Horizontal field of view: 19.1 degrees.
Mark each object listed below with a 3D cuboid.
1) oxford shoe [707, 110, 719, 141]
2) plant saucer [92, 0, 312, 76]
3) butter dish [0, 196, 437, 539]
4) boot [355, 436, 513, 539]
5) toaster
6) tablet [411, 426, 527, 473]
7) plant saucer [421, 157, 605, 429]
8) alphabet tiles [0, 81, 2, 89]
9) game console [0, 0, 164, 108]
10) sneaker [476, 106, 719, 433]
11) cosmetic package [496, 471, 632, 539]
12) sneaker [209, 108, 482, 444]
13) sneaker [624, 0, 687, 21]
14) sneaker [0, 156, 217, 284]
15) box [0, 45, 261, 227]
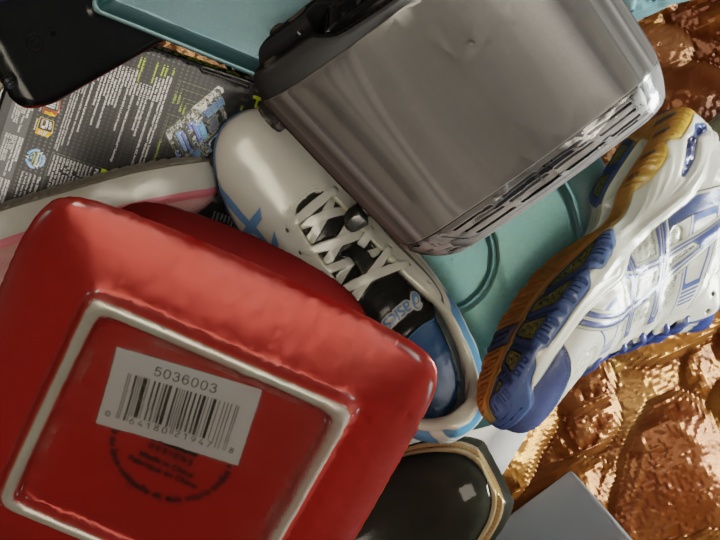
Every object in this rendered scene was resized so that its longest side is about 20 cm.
[{"bbox_3d":[0.218,-0.064,1.161,0.200,0.075,0.071,-37,98,1],"label":"oxford shoe"},{"bbox_3d":[-0.031,-0.126,1.078,0.199,0.019,0.070,22,107,-4],"label":"plant saucer"},{"bbox_3d":[-0.081,0.049,1.031,0.199,0.148,0.200,24,120,-8],"label":"butter dish"},{"bbox_3d":[-0.029,0.156,1.094,0.200,0.138,0.078,-35,78,33],"label":"boot"},{"bbox_3d":[0.055,-0.102,1.015,0.200,0.114,0.129,-36,105,9],"label":"toaster"},{"bbox_3d":[0.041,0.056,1.194,0.130,0.014,0.201,31,94,-8],"label":"tablet"},{"bbox_3d":[0.039,-0.009,1.123,0.199,0.027,0.201,0,99,2],"label":"plant saucer"},{"bbox_3d":[-0.199,-0.201,1.148,0.166,0.006,0.201,14,96,-6],"label":"alphabet tiles"},{"bbox_3d":[-0.150,-0.206,1.094,0.177,0.031,0.201,-34,100,-32],"label":"game console"},{"bbox_3d":[0.138,0.013,1.067,0.088,0.075,0.200,43,69,-13],"label":"sneaker"},{"bbox_3d":[0.140,0.237,1.125,0.123,0.199,0.200,-38,101,1],"label":"cosmetic package"},{"bbox_3d":[0.000,0.000,1.070,0.072,0.072,0.200,-40,101,-18],"label":"sneaker"},{"bbox_3d":[0.172,-0.177,1.141,0.199,0.082,0.074,-23,97,-1],"label":"sneaker"},{"bbox_3d":[-0.156,0.011,1.094,0.199,0.075,0.105,-17,96,5],"label":"sneaker"},{"bbox_3d":[-0.133,-0.024,1.152,0.159,0.044,0.201,18,97,-8],"label":"box"}]
